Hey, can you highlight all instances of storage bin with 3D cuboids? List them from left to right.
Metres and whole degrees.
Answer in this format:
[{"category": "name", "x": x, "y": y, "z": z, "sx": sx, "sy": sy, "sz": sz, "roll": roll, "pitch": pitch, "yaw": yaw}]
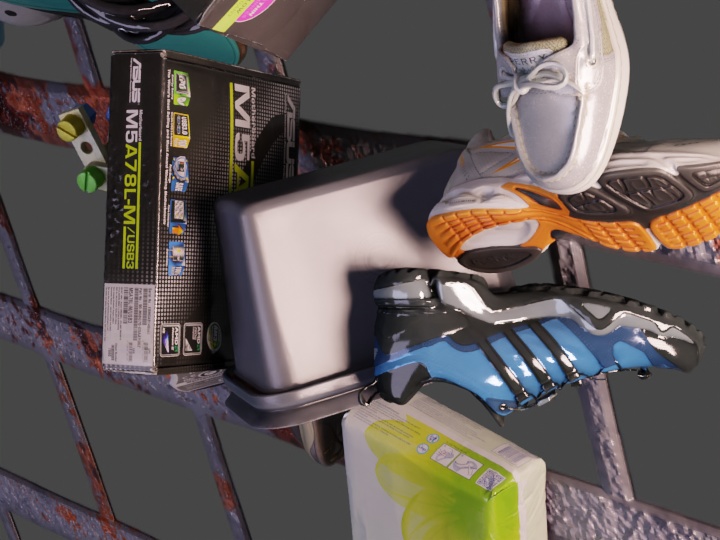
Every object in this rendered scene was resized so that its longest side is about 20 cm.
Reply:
[{"category": "storage bin", "x": 0.000, "y": 0.000, "z": 1.171, "sx": 0.145, "sy": 0.199, "sz": 0.135, "roll": -159, "pitch": 56, "yaw": -71}]

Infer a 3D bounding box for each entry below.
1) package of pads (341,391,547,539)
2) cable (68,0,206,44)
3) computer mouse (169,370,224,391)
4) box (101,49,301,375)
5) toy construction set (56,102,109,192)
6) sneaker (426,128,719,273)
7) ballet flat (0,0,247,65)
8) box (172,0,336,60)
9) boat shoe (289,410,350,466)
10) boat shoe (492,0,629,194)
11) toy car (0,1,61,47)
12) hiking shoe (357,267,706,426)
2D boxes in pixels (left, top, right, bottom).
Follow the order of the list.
[{"category": "package of pads", "x": 0.062, "y": 0.191, "z": 1.351, "sx": 0.154, "sy": 0.068, "sz": 0.201, "roll": 27, "pitch": 135, "yaw": 37}, {"category": "cable", "x": -0.145, "y": -0.245, "z": 1.212, "sx": 0.200, "sy": 0.163, "sz": 0.051, "roll": 49, "pitch": -175, "yaw": -14}, {"category": "computer mouse", "x": -0.128, "y": 0.055, "z": 1.445, "sx": 0.200, "sy": 0.109, "sz": 0.044, "roll": 92, "pitch": 162, "yaw": -76}, {"category": "box", "x": -0.100, "y": -0.035, "z": 1.207, "sx": 0.047, "sy": 0.193, "sz": 0.201, "roll": 2, "pitch": 89, "yaw": 26}, {"category": "toy construction set", "x": -0.157, "y": -0.039, "z": 1.428, "sx": 0.131, "sy": 0.092, "sz": 0.201, "roll": 11, "pitch": 137, "yaw": 19}, {"category": "sneaker", "x": 0.131, "y": -0.062, "z": 1.051, "sx": 0.199, "sy": 0.092, "sz": 0.076, "roll": -6, "pitch": 142, "yaw": 32}, {"category": "ballet flat", "x": -0.170, "y": -0.203, "z": 1.314, "sx": 0.199, "sy": 0.069, "sz": 0.068, "roll": 20, "pitch": 133, "yaw": -7}, {"category": "box", "x": -0.085, "y": -0.248, "z": 1.079, "sx": 0.149, "sy": 0.124, "sz": 0.200, "roll": -47, "pitch": 73, "yaw": 13}, {"category": "boat shoe", "x": -0.044, "y": 0.057, "z": 1.376, "sx": 0.073, "sy": 0.074, "sz": 0.201, "roll": 28, "pitch": 136, "yaw": 37}, {"category": "boat shoe", "x": 0.096, "y": -0.141, "z": 0.979, "sx": 0.074, "sy": 0.065, "sz": 0.203, "roll": 8, "pitch": 101, "yaw": 46}, {"category": "toy car", "x": -0.282, "y": -0.230, "z": 1.385, "sx": 0.199, "sy": 0.177, "sz": 0.185, "roll": 17, "pitch": 119, "yaw": 30}, {"category": "hiking shoe", "x": 0.102, "y": 0.050, "z": 1.095, "sx": 0.074, "sy": 0.199, "sz": 0.087, "roll": -24, "pitch": -59, "yaw": -87}]
